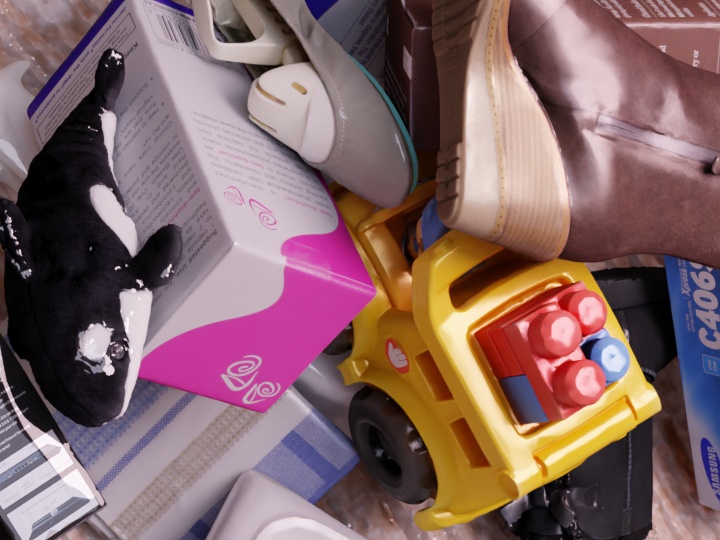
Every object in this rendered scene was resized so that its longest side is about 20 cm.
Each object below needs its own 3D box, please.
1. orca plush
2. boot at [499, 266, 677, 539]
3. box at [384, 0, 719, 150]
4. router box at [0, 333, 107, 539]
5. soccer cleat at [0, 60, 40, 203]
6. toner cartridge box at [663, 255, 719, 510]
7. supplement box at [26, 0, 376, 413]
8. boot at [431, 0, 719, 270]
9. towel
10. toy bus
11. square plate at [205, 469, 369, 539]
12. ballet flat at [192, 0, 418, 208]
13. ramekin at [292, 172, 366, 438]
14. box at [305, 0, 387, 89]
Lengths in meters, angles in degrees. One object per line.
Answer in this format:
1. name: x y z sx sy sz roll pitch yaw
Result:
1. orca plush: -0.143 -0.025 1.109 0.071 0.105 0.201 38 51 -45
2. boot: 0.163 0.081 1.387 0.198 0.073 0.163 -5 97 -45
3. box: 0.117 -0.111 1.204 0.199 0.100 0.075 0 112 -7
4. router box: -0.216 0.076 1.171 0.052 0.200 0.158 -33 94 -24
5. soccer cleat: -0.150 -0.034 1.292 0.200 0.069 0.078 46 65 -5
6. toner cartridge box: 0.233 0.041 1.375 0.095 0.043 0.201 -38 129 -38
7. supplement box: -0.086 -0.038 1.197 0.101 0.103 0.200 20 32 -41
8. boot: 0.121 -0.102 1.128 0.166 0.072 0.201 5 89 -22
9. towel: -0.116 0.083 1.264 0.200 0.024 0.147 42 107 -9
10. toy bus: 0.064 0.024 1.191 0.135 0.192 0.200 -28 91 -22
11. square plate: -0.010 0.213 1.180 0.198 0.028 0.200 29 46 0
12. ballet flat: -0.042 -0.105 1.193 0.064 0.067 0.200 -13 57 -30
13. ramekin: 0.000 0.000 1.326 0.200 0.098 0.201 4 79 -21
14. box: 0.050 -0.182 1.333 0.200 0.105 0.184 24 39 -15
